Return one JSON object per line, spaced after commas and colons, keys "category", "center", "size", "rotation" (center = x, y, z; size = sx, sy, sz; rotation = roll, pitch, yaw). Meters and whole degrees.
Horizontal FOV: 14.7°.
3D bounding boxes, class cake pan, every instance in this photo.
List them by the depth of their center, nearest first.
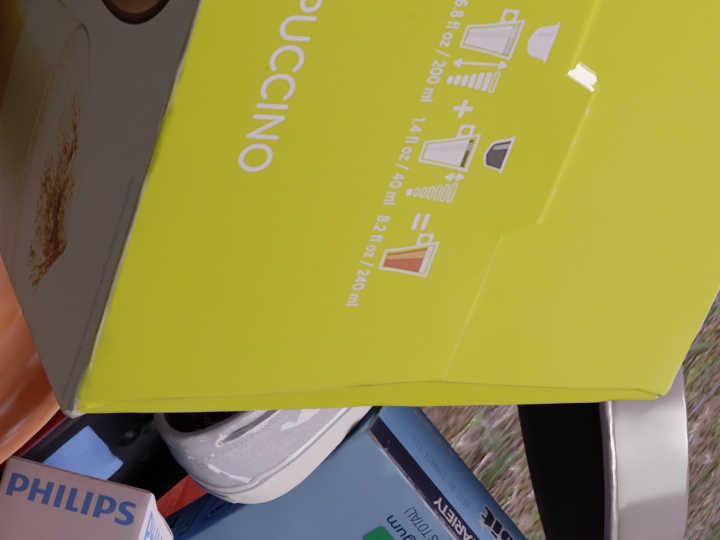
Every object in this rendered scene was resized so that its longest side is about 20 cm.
{"category": "cake pan", "center": [0.094, 0.037, 1.137], "size": [0.036, 0.201, 0.201], "rotation": [-7, 146, -7]}

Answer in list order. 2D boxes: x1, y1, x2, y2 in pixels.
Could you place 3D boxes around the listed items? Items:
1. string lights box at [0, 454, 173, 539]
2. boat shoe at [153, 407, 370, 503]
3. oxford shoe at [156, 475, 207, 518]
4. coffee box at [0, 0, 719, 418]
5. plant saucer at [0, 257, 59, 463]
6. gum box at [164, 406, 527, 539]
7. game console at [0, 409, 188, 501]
{"category": "string lights box", "center": [-0.121, 0.180, 1.009], "size": [0.103, 0.059, 0.201], "rotation": [79, 25, -70]}
{"category": "boat shoe", "center": [-0.001, 0.000, 1.051], "size": [0.201, 0.070, 0.072], "rotation": [-50, 151, -4]}
{"category": "oxford shoe", "center": [-0.070, 0.099, 1.264], "size": [0.200, 0.071, 0.072], "rotation": [-52, -166, -19]}
{"category": "coffee box", "center": [0.002, -0.095, 0.808], "size": [0.199, 0.198, 0.200], "rotation": [0, 131, -26]}
{"category": "plant saucer", "center": [-0.171, 0.024, 0.905], "size": [0.199, 0.038, 0.201], "rotation": [-26, 150, -16]}
{"category": "gum box", "center": [-0.011, 0.160, 1.145], "size": [0.200, 0.170, 0.045], "rotation": [-33, -167, 31]}
{"category": "game console", "center": [-0.144, 0.108, 1.102], "size": [0.200, 0.031, 0.177], "rotation": [-39, 160, -6]}
